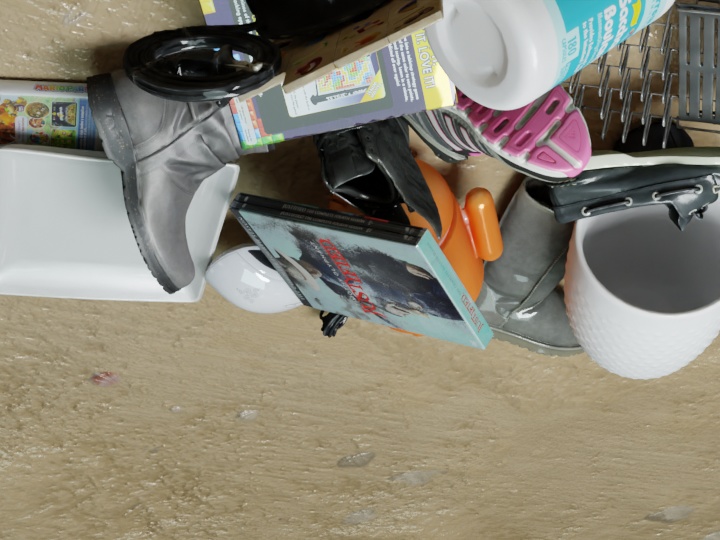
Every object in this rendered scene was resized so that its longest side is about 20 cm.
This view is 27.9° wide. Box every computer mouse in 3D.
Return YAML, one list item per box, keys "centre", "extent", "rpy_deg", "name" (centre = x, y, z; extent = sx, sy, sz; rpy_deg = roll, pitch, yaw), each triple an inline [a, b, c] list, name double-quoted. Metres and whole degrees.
- centre: [0.313, -0.070, 1.321]
  extent: [0.140, 0.046, 0.200]
  rpy_deg: [-16, 144, 13]
  name: "computer mouse"
- centre: [-0.059, 0.019, 1.336]
  extent: [0.200, 0.044, 0.110]
  rpy_deg: [9, 142, -46]
  name: "computer mouse"

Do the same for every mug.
- centre: [0.270, 0.001, 1.269]
  extent: [0.200, 0.148, 0.176]
  rpy_deg: [-36, 156, -17]
  name: "mug"

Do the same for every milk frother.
- centre: [-0.077, -0.219, 0.849]
  extent: [0.180, 0.200, 0.189]
  rpy_deg: [-19, 117, 13]
  name: "milk frother"

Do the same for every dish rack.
- centre: [0.201, -0.152, 1.127]
  extent: [0.199, 0.055, 0.154]
  rpy_deg: [8, 150, 18]
  name: "dish rack"

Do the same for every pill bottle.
- centre: [0.146, -0.201, 0.998]
  extent: [0.200, 0.111, 0.111]
  rpy_deg: [-34, 154, -26]
  name: "pill bottle"

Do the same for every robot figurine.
- centre: [0.042, -0.023, 1.273]
  extent: [0.143, 0.117, 0.200]
  rpy_deg: [16, 154, 31]
  name: "robot figurine"

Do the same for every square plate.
- centre: [-0.219, -0.041, 1.238]
  extent: [0.199, 0.029, 0.198]
  rpy_deg: [3, 144, -16]
  name: "square plate"

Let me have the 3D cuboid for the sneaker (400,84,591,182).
- centre: [0.096, -0.117, 1.115]
  extent: [0.074, 0.200, 0.088]
  rpy_deg: [-50, 150, -16]
  name: "sneaker"

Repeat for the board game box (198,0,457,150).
- centre: [-0.029, -0.197, 1.017]
  extent: [0.165, 0.057, 0.200]
  rpy_deg: [-11, 125, 3]
  name: "board game box"

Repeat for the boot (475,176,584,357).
- centre: [0.192, -0.006, 1.379]
  extent: [0.181, 0.073, 0.200]
  rpy_deg: [7, 135, -24]
  name: "boot"

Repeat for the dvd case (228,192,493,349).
- centre: [0.000, 0.000, 1.191]
  extent: [0.200, 0.022, 0.146]
  rpy_deg: [14, 152, 38]
  name: "dvd case"

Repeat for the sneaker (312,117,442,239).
- centre: [-0.010, -0.107, 1.127]
  extent: [0.060, 0.104, 0.200]
  rpy_deg: [-29, 128, 29]
  name: "sneaker"

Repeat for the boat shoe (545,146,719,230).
- centre: [0.249, -0.065, 1.172]
  extent: [0.199, 0.075, 0.066]
  rpy_deg: [-2, 99, -2]
  name: "boat shoe"

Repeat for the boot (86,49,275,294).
- centre: [-0.125, -0.081, 1.137]
  extent: [0.131, 0.070, 0.200]
  rpy_deg: [-17, 123, -4]
  name: "boot"

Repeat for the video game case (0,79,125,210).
- centre: [-0.237, -0.101, 1.191]
  extent: [0.199, 0.018, 0.143]
  rpy_deg: [1, 144, -13]
  name: "video game case"

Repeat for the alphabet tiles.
- centre: [0.005, -0.159, 0.893]
  extent: [0.167, 0.200, 0.008]
  rpy_deg: [-24, 110, 12]
  name: "alphabet tiles"
